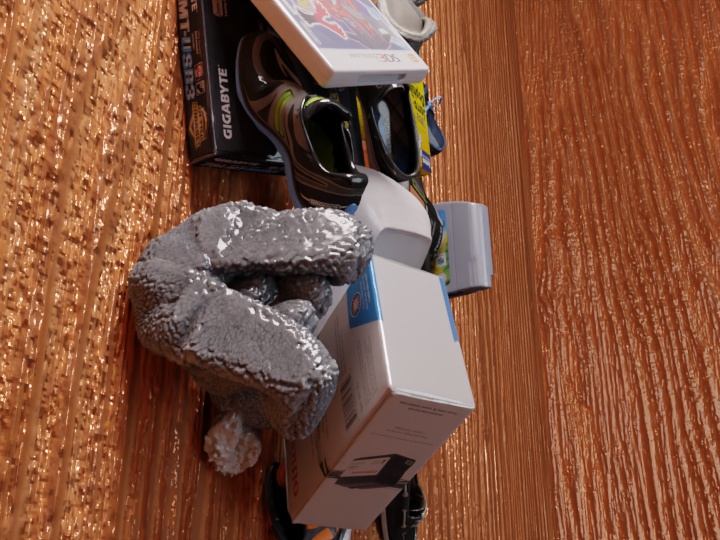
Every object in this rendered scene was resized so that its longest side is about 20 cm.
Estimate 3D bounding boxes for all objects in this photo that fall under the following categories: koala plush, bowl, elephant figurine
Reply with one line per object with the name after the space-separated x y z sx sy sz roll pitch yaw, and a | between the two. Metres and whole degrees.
-0.089 0.063 0.644 0.202 0.179 0.180 90 14 -54 | koala plush
0.000 0.000 0.820 0.198 0.074 0.204 8 108 -61 | bowl
0.032 -0.291 0.948 0.141 0.195 0.160 -161 -115 -64 | elephant figurine

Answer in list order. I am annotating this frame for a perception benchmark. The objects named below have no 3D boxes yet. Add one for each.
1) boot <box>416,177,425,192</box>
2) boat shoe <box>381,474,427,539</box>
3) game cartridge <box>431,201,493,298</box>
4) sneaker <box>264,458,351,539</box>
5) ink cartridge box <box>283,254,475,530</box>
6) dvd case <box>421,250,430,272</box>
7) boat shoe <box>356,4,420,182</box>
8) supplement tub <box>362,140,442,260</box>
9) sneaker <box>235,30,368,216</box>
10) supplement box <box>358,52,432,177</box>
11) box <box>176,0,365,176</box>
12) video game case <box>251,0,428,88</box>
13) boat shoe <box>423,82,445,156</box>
0.091 -0.161 1.284 0.200 0.068 0.179 40 47 -57 | boot
0.060 0.310 1.033 0.074 0.059 0.204 -66 150 -53 | boat shoe
0.100 -0.023 1.098 0.040 0.198 0.137 14 69 -41 | game cartridge
-0.038 0.203 0.798 0.113 0.076 0.203 64 27 -42 | sneaker
0.006 0.114 0.686 0.082 0.201 0.147 15 41 -23 | ink cartridge box
0.041 0.092 0.905 0.144 0.017 0.203 -82 -169 -60 | dvd case
0.026 -0.194 0.845 0.066 0.068 0.205 17 -60 63 | boat shoe
0.025 -0.078 1.001 0.200 0.120 0.126 42 45 -59 | supplement tub
-0.046 -0.132 0.668 0.070 0.083 0.203 -8 62 -41 | sneaker
0.028 -0.234 1.084 0.108 0.107 0.206 5 79 -69 | supplement box
-0.085 -0.197 0.758 0.196 0.049 0.206 1 81 -49 | box
-0.040 -0.253 0.725 0.201 0.023 0.181 51 33 11 | video game case
0.076 -0.265 1.203 0.200 0.068 0.085 47 41 -24 | boat shoe
